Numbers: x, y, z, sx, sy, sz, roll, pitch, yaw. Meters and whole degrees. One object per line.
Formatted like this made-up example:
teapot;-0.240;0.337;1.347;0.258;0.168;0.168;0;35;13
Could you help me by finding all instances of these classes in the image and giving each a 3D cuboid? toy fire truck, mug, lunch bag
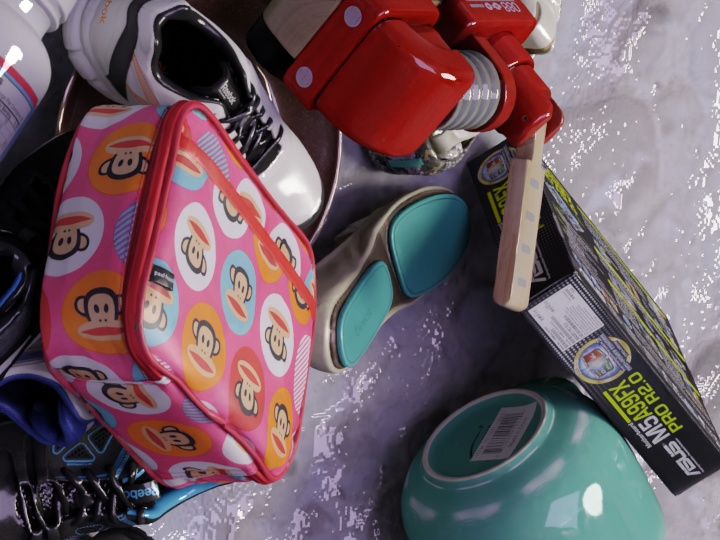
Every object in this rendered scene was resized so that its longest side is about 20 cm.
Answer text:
toy fire truck;0.047;-0.087;1.381;0.129;0.200;0.176;-49;158;28
mug;0.098;0.139;1.546;0.152;0.185;0.115;-32;117;-2
lunch bag;-0.090;0.005;1.274;0.200;0.082;0.177;54;39;-54

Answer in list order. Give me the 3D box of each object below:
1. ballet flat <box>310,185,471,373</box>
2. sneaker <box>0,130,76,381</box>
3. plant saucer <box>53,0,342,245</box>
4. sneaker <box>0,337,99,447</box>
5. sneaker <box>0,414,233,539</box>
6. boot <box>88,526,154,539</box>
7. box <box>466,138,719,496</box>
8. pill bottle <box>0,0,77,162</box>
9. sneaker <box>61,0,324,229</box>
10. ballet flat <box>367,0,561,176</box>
ballet flat;0.000;0.000;1.473;0.200;0.069;0.070;-41;125;-54
sneaker;-0.172;-0.007;1.248;0.073;0.112;0.200;33;62;-3
plant saucer;-0.100;-0.071;1.405;0.200;0.037;0.201;-9;105;-38
sneaker;-0.152;0.062;1.348;0.200;0.075;0.088;9;58;-31
sneaker;-0.159;0.115;1.365;0.200;0.082;0.073;-21;114;-32
boot;-0.135;0.246;1.361;0.130;0.068;0.200;-22;74;-35
box;0.151;0.028;1.548;0.044;0.160;0.200;-33;126;12
pill bottle;-0.230;-0.087;1.252;0.109;0.109;0.200;42;72;-36
sneaker;-0.081;-0.083;1.346;0.200;0.080;0.074;44;69;-37
ballet flat;0.084;-0.135;1.518;0.200;0.072;0.072;-53;125;-18
